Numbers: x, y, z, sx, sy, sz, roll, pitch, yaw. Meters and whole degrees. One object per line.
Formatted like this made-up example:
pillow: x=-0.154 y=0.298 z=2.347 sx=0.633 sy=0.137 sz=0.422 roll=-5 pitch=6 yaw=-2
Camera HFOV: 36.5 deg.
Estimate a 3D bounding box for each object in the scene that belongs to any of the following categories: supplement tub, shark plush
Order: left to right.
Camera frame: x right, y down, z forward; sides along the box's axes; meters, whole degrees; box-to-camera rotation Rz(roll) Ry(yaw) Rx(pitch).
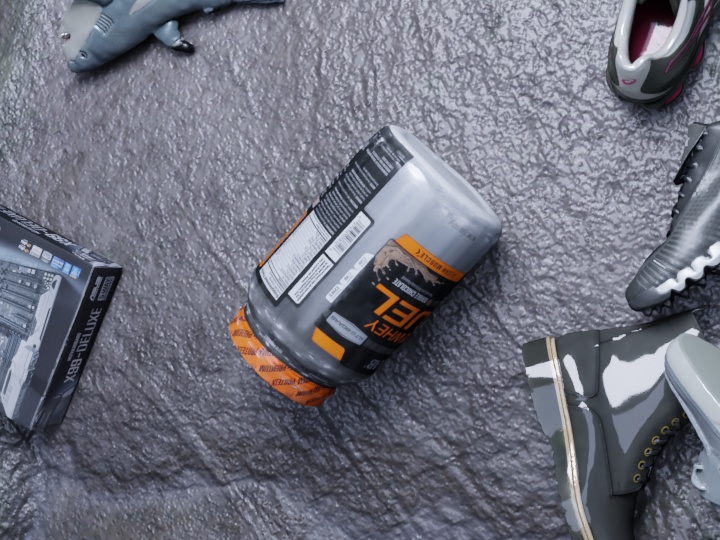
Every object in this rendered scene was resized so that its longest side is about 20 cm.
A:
shark plush: x=-0.163 y=-0.225 z=0.938 sx=0.200 sy=0.091 sz=0.083 roll=-10 pitch=106 yaw=-1
supplement tub: x=0.000 y=0.000 z=0.825 sx=0.123 sy=0.122 sz=0.200 roll=46 pitch=104 yaw=15

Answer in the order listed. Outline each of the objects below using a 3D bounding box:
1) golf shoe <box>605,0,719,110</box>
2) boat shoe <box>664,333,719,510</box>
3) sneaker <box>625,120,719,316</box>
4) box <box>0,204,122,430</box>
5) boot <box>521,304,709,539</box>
golf shoe: x=0.231 y=-0.214 z=0.768 sx=0.077 sy=0.088 sz=0.200 roll=19 pitch=94 yaw=20
boat shoe: x=0.256 y=0.137 z=0.719 sx=0.072 sy=0.070 sz=0.201 roll=-47 pitch=69 yaw=34
sneaker: x=0.251 y=-0.057 z=0.771 sx=0.200 sy=0.066 sz=0.091 roll=-45 pitch=73 yaw=9
box: x=-0.330 y=0.027 z=0.978 sx=0.200 sy=0.050 sz=0.158 roll=26 pitch=98 yaw=18
boot: x=0.207 y=0.131 z=0.778 sx=0.138 sy=0.077 sz=0.200 roll=-17 pitch=84 yaw=13
